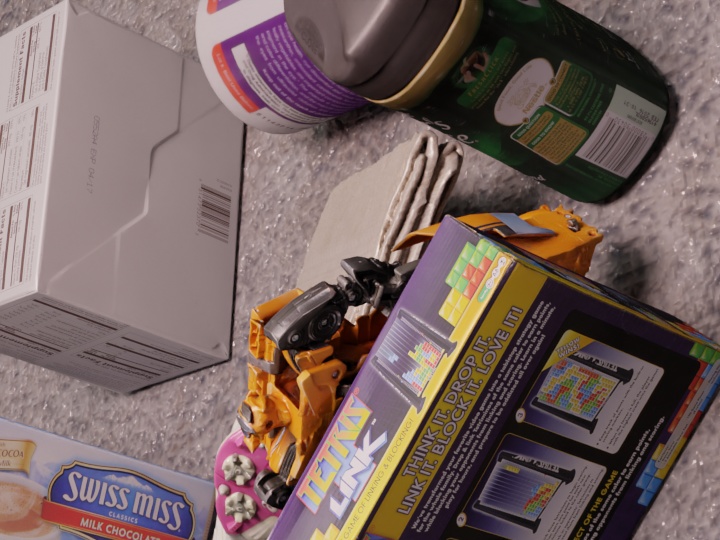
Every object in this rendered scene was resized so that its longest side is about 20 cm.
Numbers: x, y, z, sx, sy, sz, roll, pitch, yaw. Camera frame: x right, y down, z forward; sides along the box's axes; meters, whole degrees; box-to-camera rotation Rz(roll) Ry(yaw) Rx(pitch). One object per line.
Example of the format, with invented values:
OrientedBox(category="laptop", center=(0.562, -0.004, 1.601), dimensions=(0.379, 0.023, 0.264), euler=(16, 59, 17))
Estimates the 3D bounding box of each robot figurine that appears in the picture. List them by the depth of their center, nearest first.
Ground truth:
OrientedBox(category="robot figurine", center=(0.023, 0.039, 0.919), dimensions=(0.058, 0.200, 0.145), euler=(42, 137, 42))

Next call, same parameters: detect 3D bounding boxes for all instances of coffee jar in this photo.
OrientedBox(category="coffee jar", center=(0.058, -0.110, 0.966), dimensions=(0.085, 0.200, 0.104), euler=(-54, 40, 16))

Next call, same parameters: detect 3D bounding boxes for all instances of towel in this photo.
OrientedBox(category="towel", center=(0.000, 0.000, 1.057), dimensions=(0.133, 0.034, 0.200), euler=(-69, 12, -11))

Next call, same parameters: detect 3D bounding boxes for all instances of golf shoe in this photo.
OrientedBox(category="golf shoe", center=(-0.047, 0.143, 1.048), dimensions=(0.092, 0.075, 0.200), euler=(-83, 3, -56))

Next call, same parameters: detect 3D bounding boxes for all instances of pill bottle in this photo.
OrientedBox(category="pill bottle", center=(0.005, -0.158, 1.121), dimensions=(0.200, 0.111, 0.112), euler=(-17, 60, 44))

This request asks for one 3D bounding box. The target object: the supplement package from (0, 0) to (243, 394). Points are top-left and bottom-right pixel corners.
OrientedBox(category="supplement package", center=(-0.170, -0.043, 1.234), dimensions=(0.111, 0.156, 0.200), euler=(-19, 59, 41))

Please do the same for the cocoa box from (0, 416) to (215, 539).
OrientedBox(category="cocoa box", center=(-0.209, 0.162, 1.146), dimensions=(0.133, 0.200, 0.131), euler=(-1, 71, 49))

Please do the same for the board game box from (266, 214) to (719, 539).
OrientedBox(category="board game box", center=(0.062, 0.093, 0.893), dimensions=(0.057, 0.165, 0.200), euler=(38, 102, 50))
